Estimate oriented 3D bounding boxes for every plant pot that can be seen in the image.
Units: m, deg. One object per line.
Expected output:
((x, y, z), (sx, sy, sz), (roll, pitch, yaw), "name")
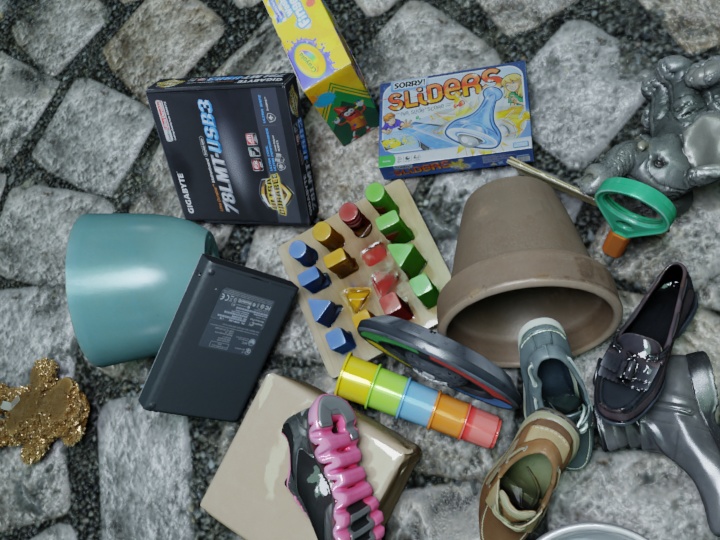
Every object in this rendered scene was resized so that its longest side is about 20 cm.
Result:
((-0.269, 0.017, 0.923), (0.159, 0.201, 0.203), (-7, 74, -2), "plant pot")
((0.182, -0.009, 0.805), (0.198, 0.201, 0.176), (-9, 57, 14), "plant pot")

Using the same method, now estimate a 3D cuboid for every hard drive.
((-0.175, 0.091, 0.880), (0.033, 0.139, 0.201), (34, 101, 48), "hard drive")

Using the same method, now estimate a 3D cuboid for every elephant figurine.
((0.356, -0.128, 0.791), (0.154, 0.142, 0.201), (10, 65, 34), "elephant figurine")

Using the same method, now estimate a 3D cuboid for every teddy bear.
((-0.462, 0.204, 1.005), (0.199, 0.067, 0.146), (-27, 61, 16), "teddy bear")

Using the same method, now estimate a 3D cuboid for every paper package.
((-0.057, 0.250, 0.844), (0.199, 0.103, 0.192), (26, 85, 20), "paper package")

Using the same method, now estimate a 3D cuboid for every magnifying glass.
((0.288, -0.050, 0.762), (0.079, 0.200, 0.023), (29, 85, 17), "magnifying glass")

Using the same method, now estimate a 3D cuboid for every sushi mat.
((0.270, -0.087, 0.835), (0.199, 0.096, 0.012), (30, 100, 21), "sushi mat")

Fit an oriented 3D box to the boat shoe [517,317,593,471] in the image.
((0.212, 0.149, 0.753), (0.072, 0.062, 0.202), (-15, 115, 9), "boat shoe")

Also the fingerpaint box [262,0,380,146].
((-0.054, -0.297, 0.946), (0.073, 0.167, 0.201), (-27, 70, 8), "fingerpaint box")

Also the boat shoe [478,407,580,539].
((0.166, 0.235, 0.746), (0.075, 0.074, 0.202), (25, 124, 19), "boat shoe")

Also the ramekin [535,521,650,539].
((0.246, 0.363, 0.723), (0.198, 0.105, 0.202), (-4, 75, 16), "ramekin")

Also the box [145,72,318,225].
((-0.167, -0.158, 0.942), (0.196, 0.202, 0.050), (2, 34, 15), "box")

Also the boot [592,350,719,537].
((0.328, 0.190, 0.768), (0.130, 0.070, 0.202), (-10, 61, 17), "boot")

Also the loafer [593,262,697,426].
((0.307, 0.073, 0.763), (0.071, 0.063, 0.200), (18, 57, 38), "loafer")

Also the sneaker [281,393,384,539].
((-0.039, 0.241, 0.758), (0.095, 0.079, 0.202), (-24, 69, 33), "sneaker")

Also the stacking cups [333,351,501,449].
((0.070, 0.155, 0.839), (0.198, 0.061, 0.061), (17, 81, 9), "stacking cups")

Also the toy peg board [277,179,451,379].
((0.000, 0.000, 0.892), (0.198, 0.098, 0.201), (-28, 70, 8), "toy peg board")

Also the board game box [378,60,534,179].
((0.124, -0.198, 0.928), (0.198, 0.034, 0.137), (-6, 66, 15), "board game box")

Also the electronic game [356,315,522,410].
((0.086, 0.105, 0.784), (0.199, 0.200, 0.042), (24, 78, 21), "electronic game")
